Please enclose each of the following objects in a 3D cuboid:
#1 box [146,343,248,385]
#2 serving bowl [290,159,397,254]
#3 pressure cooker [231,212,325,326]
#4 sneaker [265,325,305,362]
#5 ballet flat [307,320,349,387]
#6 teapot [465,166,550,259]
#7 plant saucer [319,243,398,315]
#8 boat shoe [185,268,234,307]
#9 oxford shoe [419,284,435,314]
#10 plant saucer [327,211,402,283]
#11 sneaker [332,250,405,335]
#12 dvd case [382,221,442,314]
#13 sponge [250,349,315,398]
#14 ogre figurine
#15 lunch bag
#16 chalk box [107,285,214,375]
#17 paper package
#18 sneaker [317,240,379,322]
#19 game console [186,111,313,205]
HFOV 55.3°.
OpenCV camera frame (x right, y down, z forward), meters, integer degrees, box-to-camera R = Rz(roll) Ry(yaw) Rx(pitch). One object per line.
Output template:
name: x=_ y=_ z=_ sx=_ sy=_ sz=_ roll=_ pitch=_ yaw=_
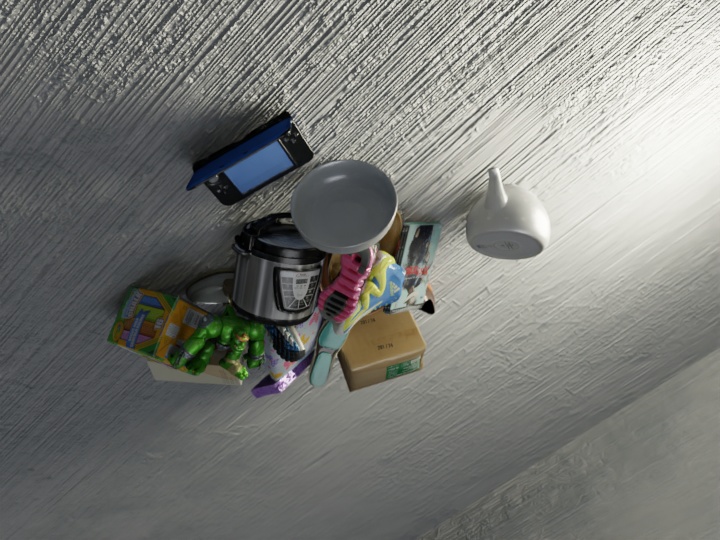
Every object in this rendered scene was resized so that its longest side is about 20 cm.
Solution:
box: x=-0.352 y=0.187 z=1.498 sx=0.197 sy=0.096 sz=0.078 roll=2 pitch=140 yaw=4
serving bowl: x=-0.029 y=-0.109 z=1.280 sx=0.198 sy=0.202 sz=0.066 roll=-18 pitch=149 yaw=-7
pressure cooker: x=-0.158 y=-0.015 z=1.326 sx=0.176 sy=0.176 sz=0.203 roll=14 pitch=109 yaw=4
sneaker: x=-0.150 y=0.108 z=1.382 sx=0.086 sy=0.200 sz=0.076 roll=-12 pitch=125 yaw=-31
ballet flat: x=-0.078 y=0.172 z=1.583 sx=0.067 sy=0.062 sz=0.202 roll=20 pitch=105 yaw=-14
teapot: x=0.328 y=-0.119 z=1.513 sx=0.195 sy=0.148 sz=0.200 roll=13 pitch=160 yaw=-11
plant saucer: x=0.000 y=0.000 z=1.498 sx=0.197 sy=0.037 sz=0.203 roll=-5 pitch=109 yaw=-16
boat shoe: x=-0.265 y=0.042 z=1.443 sx=0.197 sy=0.069 sz=0.075 roll=-12 pitch=142 yaw=-15
oxford shoe: x=0.129 y=0.047 z=1.657 sx=0.071 sy=0.073 sz=0.199 roll=-36 pitch=141 yaw=18
plant saucer: x=0.001 y=-0.052 z=1.401 sx=0.199 sy=0.035 sz=0.202 roll=-33 pitch=147 yaw=-25
sneaker: x=0.027 y=0.062 z=1.420 sx=0.104 sy=0.076 sz=0.201 roll=25 pitch=106 yaw=-24
dvd case: x=0.116 y=-0.007 z=1.512 sx=0.145 sy=0.022 sz=0.203 roll=-6 pitch=114 yaw=-55
sponge: x=-0.165 y=0.231 z=1.642 sx=0.111 sy=0.030 sz=0.200 roll=-24 pitch=-168 yaw=45
ogre figurine: x=-0.261 y=0.140 z=1.324 sx=0.198 sy=0.098 sz=0.121 roll=17 pitch=113 yaw=-23
lunch bag: x=-0.156 y=0.117 z=1.547 sx=0.199 sy=0.127 sz=0.171 roll=-38 pitch=153 yaw=-29
chalk box: x=-0.409 y=0.115 z=1.377 sx=0.198 sy=0.125 sz=0.125 roll=8 pitch=161 yaw=37
paper package: x=0.035 y=0.168 z=1.658 sx=0.197 sy=0.192 sz=0.104 roll=-15 pitch=144 yaw=-13
sneaker: x=-0.017 y=0.016 z=1.358 sx=0.201 sy=0.079 sz=0.095 roll=-60 pitch=174 yaw=29
game console: x=-0.183 y=-0.172 z=1.184 sx=0.198 sy=0.119 sz=0.171 roll=-28 pitch=143 yaw=7
